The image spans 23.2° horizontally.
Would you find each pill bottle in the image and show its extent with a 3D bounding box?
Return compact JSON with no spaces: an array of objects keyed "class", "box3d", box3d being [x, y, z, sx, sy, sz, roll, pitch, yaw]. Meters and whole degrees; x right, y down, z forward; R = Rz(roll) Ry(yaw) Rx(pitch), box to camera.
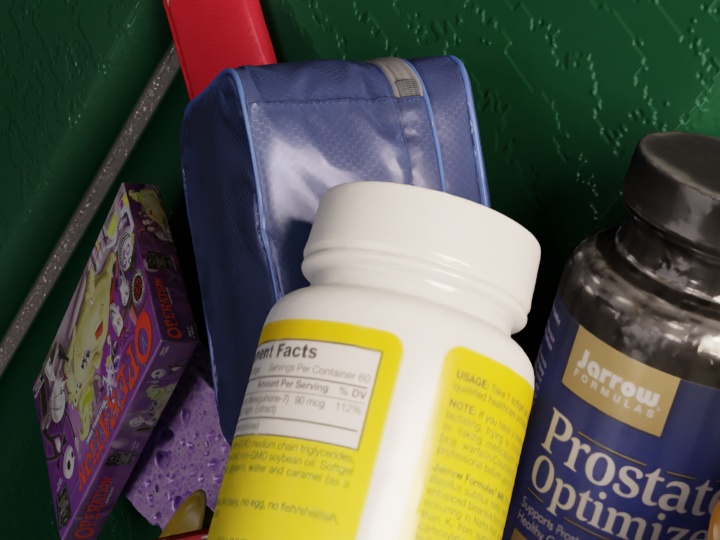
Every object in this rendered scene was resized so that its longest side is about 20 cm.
[{"class":"pill bottle","box3d":[0.006,0.075,0.695,0.114,0.114,0.202,-2,67,48]},{"class":"pill bottle","box3d":[0.125,0.051,0.719,0.112,0.111,0.201,34,119,40]}]

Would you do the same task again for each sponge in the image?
[{"class":"sponge","box3d":[-0.071,0.130,1.005,0.200,0.030,0.112,40,122,38]}]

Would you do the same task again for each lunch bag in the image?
[{"class":"lunch bag","box3d":[0.000,0.000,0.833,0.136,0.131,0.202,165,97,-71]}]

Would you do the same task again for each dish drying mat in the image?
[{"class":"dish drying mat","box3d":[-0.078,-0.121,0.989,0.077,0.018,0.202,-26,76,45]}]

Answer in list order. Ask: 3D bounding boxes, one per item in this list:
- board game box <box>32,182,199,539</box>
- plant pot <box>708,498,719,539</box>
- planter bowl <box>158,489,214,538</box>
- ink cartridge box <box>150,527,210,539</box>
[{"class":"board game box","box3d":[-0.151,0.058,1.053,0.201,0.032,0.121,-59,42,40]},{"class":"plant pot","box3d":[0.145,0.185,0.608,0.183,0.200,0.201,-35,67,20]},{"class":"planter bowl","box3d":[-0.090,0.223,0.918,0.201,0.083,0.201,-62,10,18]},{"class":"ink cartridge box","box3d":[-0.017,0.143,0.820,0.116,0.199,0.068,-20,79,47]}]
